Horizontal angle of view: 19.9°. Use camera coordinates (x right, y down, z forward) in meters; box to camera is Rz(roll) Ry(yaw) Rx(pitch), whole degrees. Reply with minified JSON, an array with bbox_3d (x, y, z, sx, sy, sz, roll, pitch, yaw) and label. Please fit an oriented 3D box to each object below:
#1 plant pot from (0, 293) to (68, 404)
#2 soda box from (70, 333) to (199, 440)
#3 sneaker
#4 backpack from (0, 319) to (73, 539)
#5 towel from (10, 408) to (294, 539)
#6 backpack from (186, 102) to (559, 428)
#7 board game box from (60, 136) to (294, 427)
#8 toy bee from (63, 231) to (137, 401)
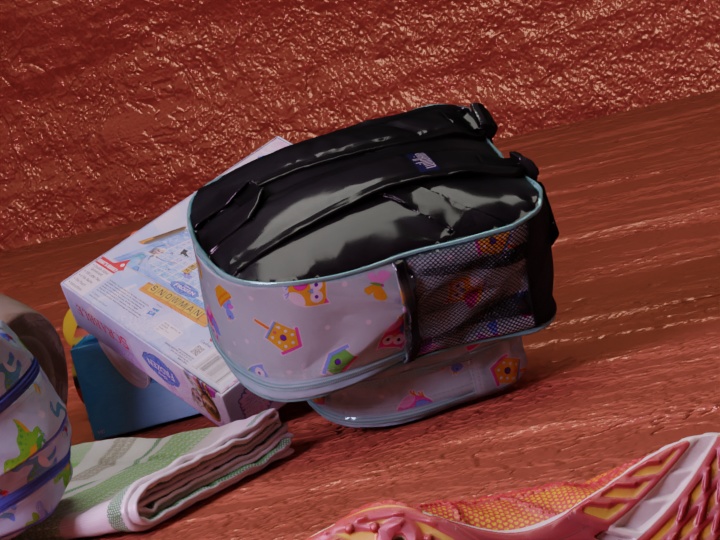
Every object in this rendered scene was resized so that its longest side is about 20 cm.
[{"bbox_3d":[-0.292,0.073,1.336,0.172,0.202,0.200,5,14,23],"label":"plant pot"},{"bbox_3d":[-0.096,0.057,1.435,0.198,0.069,0.064,-15,6,3],"label":"soda box"},{"bbox_3d":[0.059,0.111,0.735,0.198,0.074,0.077,-11,-15,0],"label":"sneaker"},{"bbox_3d":[-0.255,0.106,1.125,0.200,0.154,0.163,-42,6,10],"label":"backpack"},{"bbox_3d":[-0.155,0.122,1.201,0.199,0.031,0.149,-10,8,38],"label":"towel"},{"bbox_3d":[0.000,0.000,1.214,0.198,0.155,0.176,-11,32,-15],"label":"backpack"},{"bbox_3d":[-0.068,0.005,1.383,0.199,0.041,0.199,-35,40,-22],"label":"board game box"},{"bbox_3d":[-0.173,0.028,1.612,0.130,0.110,0.200,-15,8,7],"label":"toy bee"}]
